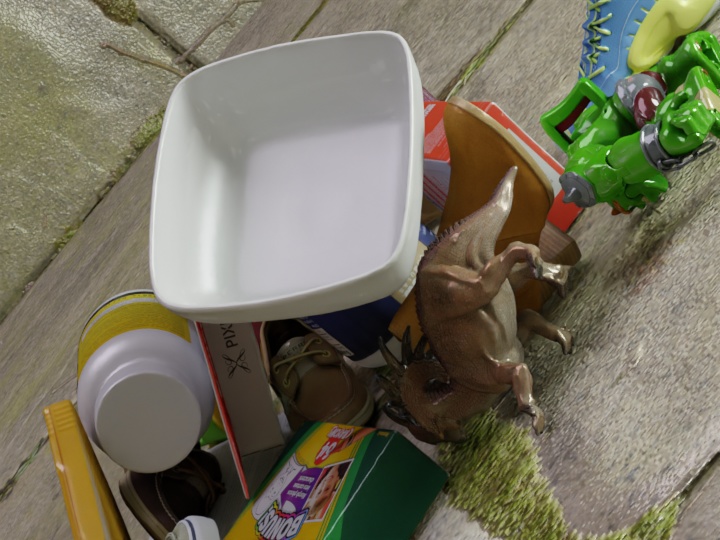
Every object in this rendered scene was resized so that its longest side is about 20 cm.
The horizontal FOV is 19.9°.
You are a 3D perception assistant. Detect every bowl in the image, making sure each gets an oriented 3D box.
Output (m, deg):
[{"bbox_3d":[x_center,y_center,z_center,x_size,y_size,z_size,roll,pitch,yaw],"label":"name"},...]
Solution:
[{"bbox_3d":[-0.043,-0.054,1.412,0.198,0.075,0.201,-8,61,22],"label":"bowl"}]

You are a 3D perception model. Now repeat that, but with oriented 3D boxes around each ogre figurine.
[{"bbox_3d":[0.195,-0.103,1.417,0.119,0.098,0.201,-31,33,22],"label":"ogre figurine"}]

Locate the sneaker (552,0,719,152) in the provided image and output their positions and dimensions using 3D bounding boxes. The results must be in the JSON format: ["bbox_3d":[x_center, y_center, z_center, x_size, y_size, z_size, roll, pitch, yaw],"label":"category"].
[{"bbox_3d":[0.196,-0.192,1.602,0.200,0.105,0.076,-50,15,4],"label":"sneaker"}]

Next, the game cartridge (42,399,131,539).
[{"bbox_3d":[-0.190,0.217,1.549,0.032,0.177,0.200,-21,39,-6],"label":"game cartridge"}]

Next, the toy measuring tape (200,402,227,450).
[{"bbox_3d":[-0.115,0.083,1.871,0.073,0.073,0.202,-25,59,58],"label":"toy measuring tape"}]

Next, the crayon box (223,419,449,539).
[{"bbox_3d":[-0.038,0.195,1.464,0.173,0.058,0.200,-55,15,-14],"label":"crayon box"}]

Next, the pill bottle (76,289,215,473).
[{"bbox_3d":[-0.173,0.091,1.649,0.111,0.111,0.200,-49,14,5],"label":"pill bottle"}]

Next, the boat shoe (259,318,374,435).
[{"bbox_3d":[-0.045,0.086,1.684,0.074,0.067,0.200,-35,22,-6],"label":"boat shoe"}]

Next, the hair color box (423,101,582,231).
[{"bbox_3d":[0.094,-0.077,1.621,0.064,0.111,0.200,-51,15,-7],"label":"hair color box"}]

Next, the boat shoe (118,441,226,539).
[{"bbox_3d":[-0.147,0.171,1.662,0.072,0.072,0.200,-38,15,3],"label":"boat shoe"}]

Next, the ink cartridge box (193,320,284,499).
[{"bbox_3d":[-0.102,0.051,1.585,0.043,0.201,0.174,-16,19,-4],"label":"ink cartridge box"}]

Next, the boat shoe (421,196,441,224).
[{"bbox_3d":[0.038,-0.070,1.849,0.200,0.071,0.069,-46,15,25],"label":"boat shoe"}]

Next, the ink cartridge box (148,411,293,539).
[{"bbox_3d":[-0.082,0.186,1.688,0.199,0.047,0.160,-26,23,22],"label":"ink cartridge box"}]

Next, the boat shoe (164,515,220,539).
[{"bbox_3d":[-0.137,0.269,1.427,0.072,0.062,0.202,152,126,-66],"label":"boat shoe"}]

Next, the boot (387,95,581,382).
[{"bbox_3d":[0.069,-0.012,1.416,0.144,0.201,0.071,-45,46,-9],"label":"boot"}]

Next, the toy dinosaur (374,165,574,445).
[{"bbox_3d":[0.067,0.034,1.370,0.135,0.202,0.086,2,13,24],"label":"toy dinosaur"}]

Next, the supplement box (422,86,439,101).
[{"bbox_3d":[0.000,-0.134,1.939,0.131,0.103,0.200,-49,-5,9],"label":"supplement box"}]

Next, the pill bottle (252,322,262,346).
[{"bbox_3d":[-0.132,0.052,1.981,0.200,0.113,0.113,-52,15,-3],"label":"pill bottle"}]

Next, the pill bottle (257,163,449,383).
[{"bbox_3d":[0.000,0.000,1.543,0.116,0.200,0.116,-47,16,18],"label":"pill bottle"}]
